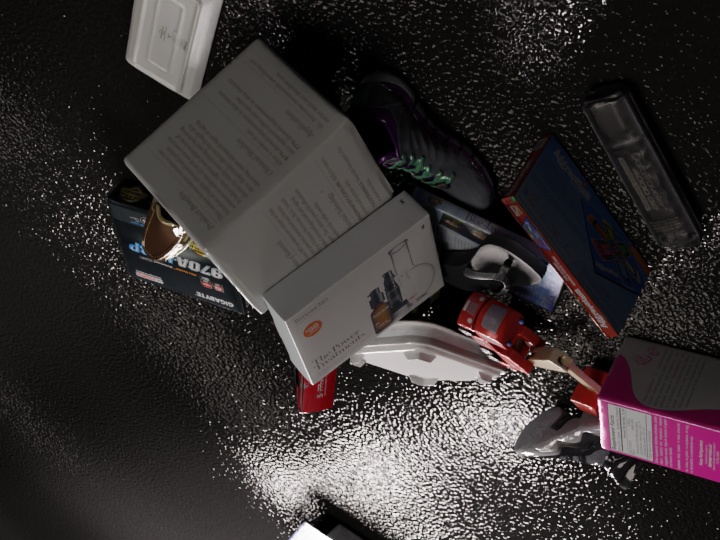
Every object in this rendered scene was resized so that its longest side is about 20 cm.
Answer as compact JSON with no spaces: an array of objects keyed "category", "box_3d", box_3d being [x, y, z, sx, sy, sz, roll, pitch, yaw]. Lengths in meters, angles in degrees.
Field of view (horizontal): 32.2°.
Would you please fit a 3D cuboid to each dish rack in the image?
[{"category":"dish rack","box_3d":[0.078,0.109,1.567,0.171,0.044,0.200,-8,159,43]}]

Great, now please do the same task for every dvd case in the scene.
[{"category":"dvd case","box_3d":[0.143,-0.023,1.430,0.200,0.018,0.143,26,162,11]}]

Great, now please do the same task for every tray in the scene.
[{"category":"tray","box_3d":[-0.223,-0.280,1.451,0.107,0.022,0.200,31,145,3]}]

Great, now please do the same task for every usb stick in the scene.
[{"category":"usb stick","box_3d":[0.284,-0.102,1.246,0.055,0.033,0.200,-13,124,38]}]

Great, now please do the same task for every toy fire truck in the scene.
[{"category":"toy fire truck","box_3d":[0.211,0.100,1.478,0.141,0.049,0.200,23,169,35]}]

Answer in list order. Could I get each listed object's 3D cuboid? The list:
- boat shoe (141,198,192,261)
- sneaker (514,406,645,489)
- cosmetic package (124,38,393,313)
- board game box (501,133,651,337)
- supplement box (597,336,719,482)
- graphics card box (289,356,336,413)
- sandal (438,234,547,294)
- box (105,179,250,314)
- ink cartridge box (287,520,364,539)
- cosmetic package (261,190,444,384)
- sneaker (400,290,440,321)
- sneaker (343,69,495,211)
[{"category":"boat shoe","box_3d":[-0.241,-0.081,1.604,0.075,0.075,0.202,40,126,7]},{"category":"sneaker","box_3d":[0.291,0.231,1.591,0.114,0.076,0.200,47,141,-14]},{"category":"cosmetic package","box_3d":[-0.107,-0.101,1.340,0.167,0.200,0.166,46,176,31]},{"category":"board game box","box_3d":[0.230,-0.036,1.305,0.019,0.103,0.200,-14,123,49]},{"category":"supplement box","box_3d":[0.382,0.163,1.419,0.200,0.101,0.104,15,141,26]},{"category":"graphics card box","box_3d":[-0.068,0.063,1.589,0.051,0.200,0.126,-6,142,-9]},{"category":"sandal","box_3d":[0.144,0.005,1.401,0.076,0.043,0.200,34,162,-13]},{"category":"box","box_3d":[-0.247,-0.033,1.737,0.200,0.046,0.159,18,141,21]},{"category":"ink cartridge box","box_3d":[-0.035,0.518,2.221,0.200,0.043,0.196,36,146,1]},{"category":"cosmetic package","box_3d":[-0.003,0.022,1.399,0.052,0.200,0.151,45,166,33]},{"category":"sneaker","box_3d":[0.000,0.000,1.540,0.200,0.085,0.075,29,151,6]},{"category":"sneaker","box_3d":[0.058,-0.120,1.355,0.200,0.088,0.074,44,144,-13]}]
